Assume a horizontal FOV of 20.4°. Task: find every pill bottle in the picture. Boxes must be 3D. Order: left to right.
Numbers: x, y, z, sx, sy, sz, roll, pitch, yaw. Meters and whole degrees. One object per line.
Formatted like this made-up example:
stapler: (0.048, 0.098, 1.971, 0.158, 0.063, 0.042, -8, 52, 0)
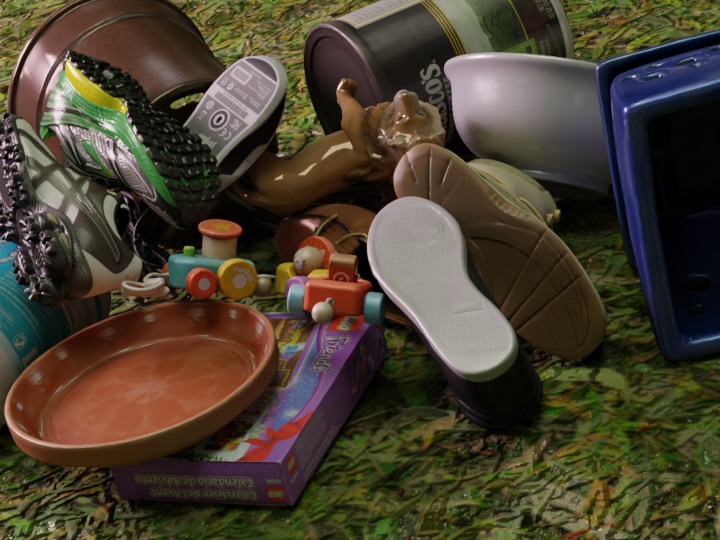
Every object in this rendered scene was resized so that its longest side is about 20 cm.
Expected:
pill bottle: (-0.268, 0.036, 1.563, 0.110, 0.111, 0.200, 3, 31, 29)

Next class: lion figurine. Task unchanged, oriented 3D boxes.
lion figurine: (-0.028, -0.088, 1.612, 0.199, 0.073, 0.123, -31, 38, 7)

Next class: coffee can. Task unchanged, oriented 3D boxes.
coffee can: (0.070, -0.185, 1.791, 0.199, 0.147, 0.146, -25, 30, -23)

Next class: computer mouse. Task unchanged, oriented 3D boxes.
computer mouse: (-0.122, -0.083, 1.596, 0.200, 0.044, 0.110, -48, 49, -2)

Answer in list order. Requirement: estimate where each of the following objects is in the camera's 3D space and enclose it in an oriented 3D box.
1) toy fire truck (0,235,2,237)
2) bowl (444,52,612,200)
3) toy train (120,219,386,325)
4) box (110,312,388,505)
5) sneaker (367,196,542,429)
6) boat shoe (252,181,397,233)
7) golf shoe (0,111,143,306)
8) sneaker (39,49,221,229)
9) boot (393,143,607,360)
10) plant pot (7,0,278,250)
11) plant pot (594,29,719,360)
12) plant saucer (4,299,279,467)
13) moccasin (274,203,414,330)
toy fire truck: (-0.347, -0.083, 1.789, 0.048, 0.142, 0.200, -11, 27, 4)
bowl: (0.159, -0.110, 1.629, 0.200, 0.091, 0.201, 10, -5, 1)
toy train: (-0.067, -0.002, 1.464, 0.199, 0.056, 0.150, 7, 5, 16)
box: (-0.077, 0.095, 1.443, 0.136, 0.039, 0.200, -1, 29, 24)
sneaker: (0.065, 0.035, 1.414, 0.070, 0.099, 0.200, -28, 44, -3)
boat shoe: (-0.019, -0.067, 1.693, 0.199, 0.068, 0.072, 8, 36, 37)
golf shoe: (-0.229, -0.045, 1.536, 0.094, 0.078, 0.200, 0, 43, -29)
sneaker: (-0.180, -0.088, 1.570, 0.078, 0.086, 0.200, 10, 26, -46)
boot: (0.125, -0.015, 1.511, 0.200, 0.073, 0.155, 43, 15, 17)
plant pot: (-0.177, -0.121, 1.734, 0.199, 0.201, 0.198, -24, 32, -21)
plant pot: (0.277, -0.076, 1.448, 0.199, 0.201, 0.180, -14, 21, -1)
plant saucer: (-0.153, 0.083, 1.426, 0.199, 0.032, 0.201, -12, 26, 6)
moccasin: (0.000, 0.002, 1.560, 0.077, 0.074, 0.201, -22, 37, -37)
